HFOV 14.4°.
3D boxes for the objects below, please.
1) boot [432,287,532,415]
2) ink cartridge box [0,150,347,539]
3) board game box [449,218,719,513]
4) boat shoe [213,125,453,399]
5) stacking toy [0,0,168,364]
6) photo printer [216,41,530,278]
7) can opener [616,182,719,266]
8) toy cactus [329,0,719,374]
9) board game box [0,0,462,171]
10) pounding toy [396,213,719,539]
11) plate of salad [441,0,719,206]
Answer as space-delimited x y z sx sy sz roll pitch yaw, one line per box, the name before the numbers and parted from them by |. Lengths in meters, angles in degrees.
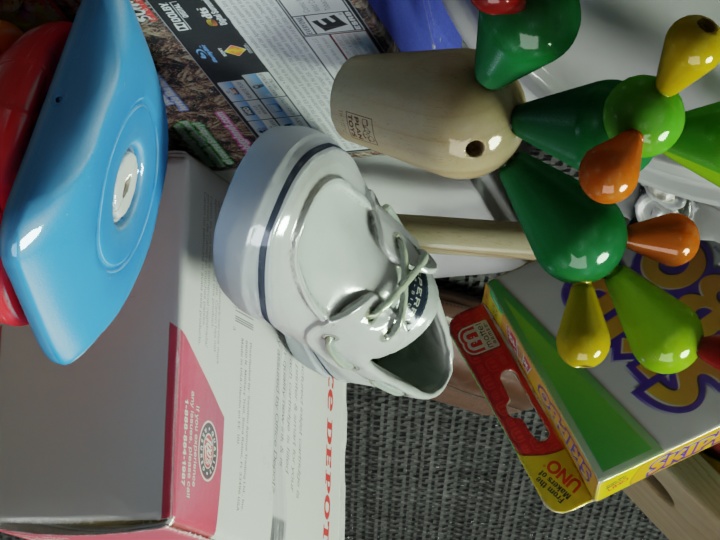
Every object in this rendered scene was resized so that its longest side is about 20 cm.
boot | -0.007 0.048 1.490 0.200 0.064 0.186 13 158 -31
ink cartridge box | -0.074 0.047 1.161 0.083 0.147 0.200 -3 167 17
board game box | 0.142 0.015 1.130 0.200 0.096 0.030 -25 158 -10
boat shoe | 0.000 0.000 1.096 0.067 0.074 0.200 22 172 16
stacking toy | -0.175 -0.048 1.007 0.199 0.116 0.110 11 155 12
photo printer | -0.036 -0.048 1.248 0.199 0.070 0.166 -4 156 17
can opener | 0.178 -0.011 1.083 0.200 0.066 0.053 30 128 19
toy cactus | 0.063 -0.041 0.971 0.165 0.102 0.200 10 145 32
board game box | -0.077 -0.112 1.070 0.199 0.097 0.159 -4 155 18
pounding toy | 0.142 0.017 1.201 0.184 0.200 0.142 -40 159 -9
plate of salad | 0.114 -0.101 0.979 0.200 0.048 0.200 22 143 17
